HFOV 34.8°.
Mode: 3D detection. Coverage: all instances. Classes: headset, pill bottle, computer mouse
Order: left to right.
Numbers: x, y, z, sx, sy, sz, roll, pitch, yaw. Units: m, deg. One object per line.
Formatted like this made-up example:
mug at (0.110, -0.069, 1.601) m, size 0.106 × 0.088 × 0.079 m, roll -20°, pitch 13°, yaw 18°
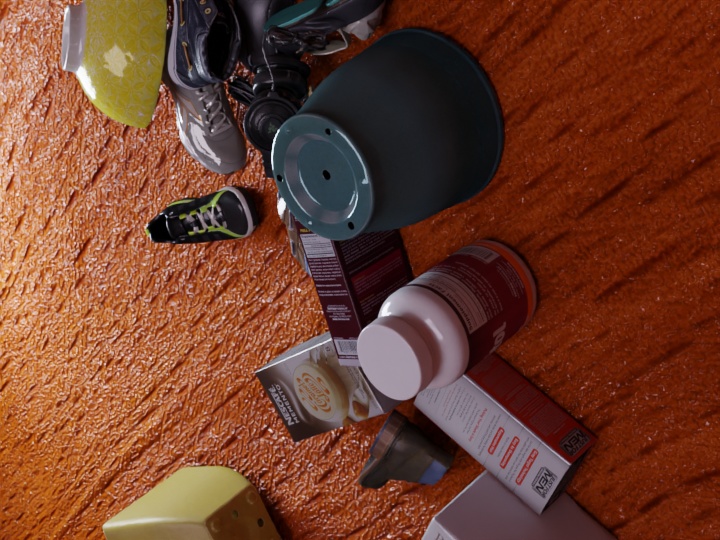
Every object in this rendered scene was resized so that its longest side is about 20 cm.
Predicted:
computer mouse at (-0.105, -0.252, 1.349) m, size 0.140 × 0.046 × 0.201 m, roll 39°, pitch 135°, yaw 23°
headset at (-0.078, -0.188, 1.265) m, size 0.093 × 0.124 × 0.201 m, roll 2°, pitch 144°, yaw 2°
pill bottle at (0.091, 0.054, 1.219) m, size 0.112 × 0.199 × 0.114 m, roll 24°, pitch 128°, yaw 34°

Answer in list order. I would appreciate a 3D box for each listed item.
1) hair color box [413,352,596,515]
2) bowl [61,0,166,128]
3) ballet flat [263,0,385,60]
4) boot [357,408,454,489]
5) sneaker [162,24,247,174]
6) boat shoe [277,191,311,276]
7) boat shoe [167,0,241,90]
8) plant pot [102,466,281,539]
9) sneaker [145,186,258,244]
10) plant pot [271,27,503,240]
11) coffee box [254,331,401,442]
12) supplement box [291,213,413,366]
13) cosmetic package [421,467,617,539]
hair color box at (0.163, 0.174, 1.324) m, size 0.200 × 0.061 × 0.102 m, roll 41°, pitch 136°, yaw 21°
bowl at (-0.311, -0.282, 1.421) m, size 0.200 × 0.107 × 0.202 m, roll -177°, pitch 90°, yaw -70°
ballet flat at (-0.021, -0.277, 1.245) m, size 0.199 × 0.073 × 0.074 m, roll -17°, pitch 101°, yaw 43°
boot at (0.056, 0.254, 1.462) m, size 0.096 × 0.075 × 0.200 m, roll 30°, pitch 153°, yaw 9°
sneaker at (-0.196, -0.214, 1.425) m, size 0.201 × 0.075 × 0.092 m, roll 62°, pitch 157°, yaw -5°
boat shoe at (-0.066, -0.081, 1.393) m, size 0.072 × 0.072 × 0.202 m, roll 25°, pitch 128°, yaw 34°
boat shoe at (-0.175, -0.312, 1.330) m, size 0.091 × 0.070 × 0.202 m, roll 6°, pitch 96°, yaw 52°
plant pot at (-0.236, 0.418, 1.776) m, size 0.199 × 0.194 × 0.197 m, roll -22°, pitch 97°, yaw 42°
sneaker at (-0.218, -0.060, 1.546) m, size 0.199 × 0.083 × 0.072 m, roll -9°, pitch 107°, yaw 47°
plant pot at (0.016, -0.127, 1.190) m, size 0.199 × 0.188 × 0.202 m, roll 22°, pitch 128°, yaw 31°
coffee box at (-0.032, 0.140, 1.482) m, size 0.199 × 0.080 × 0.115 m, roll -27°, pitch 93°, yaw 49°
supplement box at (0.000, 0.000, 1.347) m, size 0.061 × 0.109 × 0.202 m, roll -2°, pitch 111°, yaw 45°
cosmetic package at (0.162, 0.359, 1.354) m, size 0.167 × 0.166 × 0.201 m, roll 39°, pitch 134°, yaw 21°
